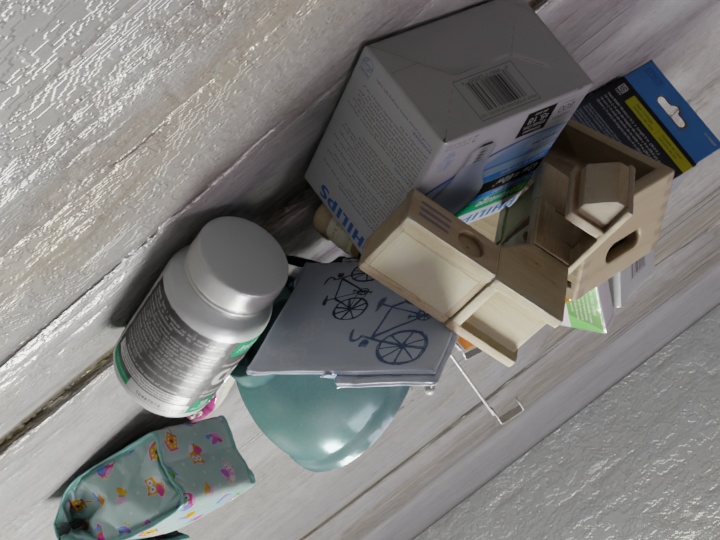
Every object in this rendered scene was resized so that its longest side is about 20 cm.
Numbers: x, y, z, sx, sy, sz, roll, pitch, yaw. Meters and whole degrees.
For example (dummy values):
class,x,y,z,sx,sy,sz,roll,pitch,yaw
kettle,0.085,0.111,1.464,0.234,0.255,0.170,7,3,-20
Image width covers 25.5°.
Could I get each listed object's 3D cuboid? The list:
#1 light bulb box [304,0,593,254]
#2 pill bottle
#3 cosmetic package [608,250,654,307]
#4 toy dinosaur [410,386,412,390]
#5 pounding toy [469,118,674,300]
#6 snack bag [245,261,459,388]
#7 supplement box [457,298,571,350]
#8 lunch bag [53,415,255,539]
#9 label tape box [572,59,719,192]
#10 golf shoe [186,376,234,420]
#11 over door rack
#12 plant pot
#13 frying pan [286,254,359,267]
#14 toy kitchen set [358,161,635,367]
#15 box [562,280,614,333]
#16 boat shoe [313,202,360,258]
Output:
class,x,y,z,sx,sy,sz,roll,pitch,yaw
light bulb box,0.079,-0.132,1.507,0.197,0.125,0.200,-24,158,-32
pill bottle,-0.155,0.045,1.545,0.113,0.113,0.200,-18,155,-43
cosmetic package,0.244,-0.025,1.932,0.113,0.199,0.082,-36,127,-49
toy dinosaur,0.037,0.050,2.038,0.181,0.105,0.201,-25,128,-3
pounding toy,0.191,-0.052,1.688,0.199,0.184,0.143,-29,138,-40
snack bag,0.005,0.048,1.501,0.199,0.022,0.189,-2,-146,22
supplement box,0.176,0.023,1.820,0.200,0.069,0.067,-27,-163,49
lunch bag,-0.257,0.274,1.936,0.200,0.122,0.170,-34,166,24
label tape box,0.300,-0.136,1.866,0.199,0.145,0.063,-30,160,-17
golf shoe,-0.149,0.097,1.761,0.091,0.075,0.200,-25,161,-38
over door rack,0.098,0.100,1.934,0.067,0.148,0.200,-42,126,12
plant pot,-0.055,0.088,1.637,0.134,0.201,0.200,34,116,-29
frying pan,0.011,0.002,1.672,0.115,0.189,0.031,8,99,-56
toy kitchen set,0.131,-0.064,1.456,0.163,0.180,0.201,-45,-161,38
box,0.193,-0.004,1.862,0.036,0.199,0.145,-53,141,-36
boat shoe,-0.006,-0.056,1.648,0.073,0.065,0.200,-64,175,10
